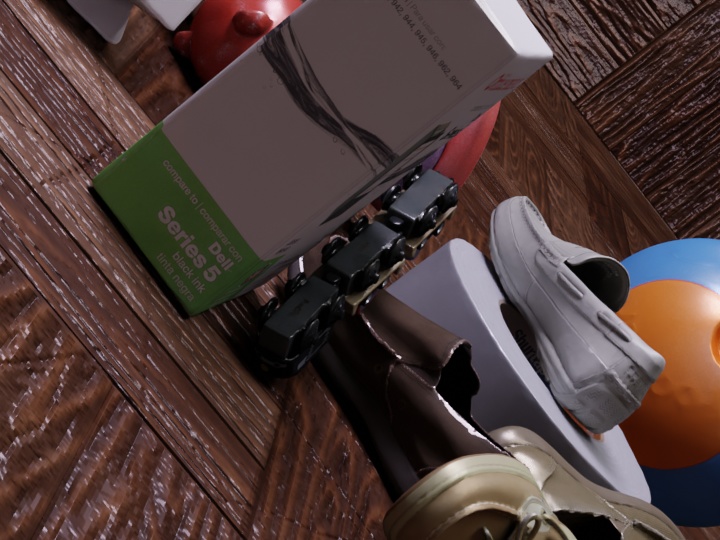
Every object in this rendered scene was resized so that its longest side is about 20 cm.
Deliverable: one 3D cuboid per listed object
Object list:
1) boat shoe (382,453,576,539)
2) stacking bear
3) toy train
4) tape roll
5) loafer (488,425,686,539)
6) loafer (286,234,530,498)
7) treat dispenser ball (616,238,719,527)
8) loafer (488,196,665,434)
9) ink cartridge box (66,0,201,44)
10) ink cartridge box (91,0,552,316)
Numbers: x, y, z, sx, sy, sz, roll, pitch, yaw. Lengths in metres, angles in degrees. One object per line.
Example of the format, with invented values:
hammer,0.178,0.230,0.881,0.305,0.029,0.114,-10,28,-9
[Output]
boat shoe,0.076,0.146,1.148,0.063,0.073,0.200,57,11,33
stacking bear,-0.023,-0.116,1.451,0.199,0.121,0.115,27,67,-41
toy train,0.000,0.000,1.194,0.034,0.046,0.200,28,36,14
tape roll,0.091,0.079,1.419,0.201,0.066,0.200,49,13,-15
loafer,0.126,0.160,1.317,0.199,0.076,0.068,32,24,-37
loafer,0.030,0.056,1.235,0.201,0.071,0.073,59,13,25
treat dispenser ball,0.238,0.079,1.648,0.201,0.200,0.201,49,12,-15
loafer,0.132,0.016,1.423,0.070,0.070,0.201,43,16,-39
ink cartridge box,-0.113,-0.238,1.277,0.129,0.200,0.125,45,-4,-30
ink cartridge box,-0.013,-0.076,1.132,0.084,0.200,0.145,53,12,3
